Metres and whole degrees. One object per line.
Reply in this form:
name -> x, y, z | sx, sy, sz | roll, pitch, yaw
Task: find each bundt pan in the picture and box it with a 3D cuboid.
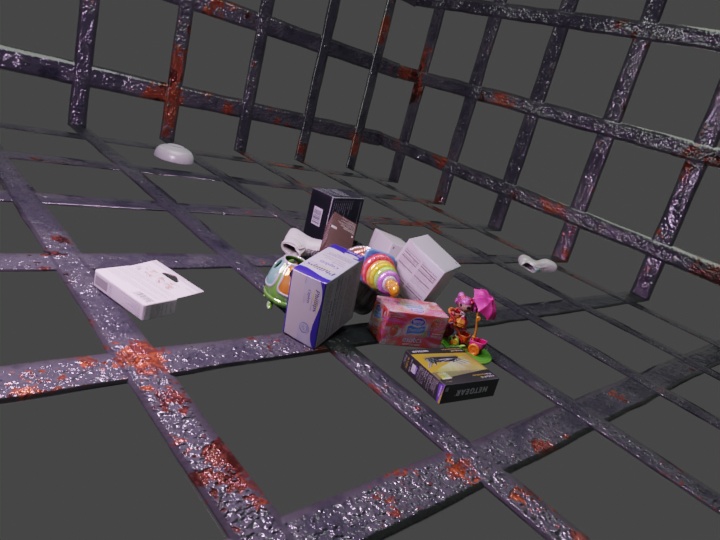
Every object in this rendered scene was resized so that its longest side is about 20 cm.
bundt pan -> -0.040, 0.058, 1.604 | 0.199, 0.077, 0.202 | 31, -8, 5

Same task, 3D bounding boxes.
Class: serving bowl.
serving bowl -> -0.932, -0.594, 2.834 | 0.194, 0.068, 0.201 | 16, 17, -5

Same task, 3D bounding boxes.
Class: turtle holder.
turtle holder -> -0.188, 0.028, 1.552 | 0.137, 0.135, 0.186 | 18, 18, 9

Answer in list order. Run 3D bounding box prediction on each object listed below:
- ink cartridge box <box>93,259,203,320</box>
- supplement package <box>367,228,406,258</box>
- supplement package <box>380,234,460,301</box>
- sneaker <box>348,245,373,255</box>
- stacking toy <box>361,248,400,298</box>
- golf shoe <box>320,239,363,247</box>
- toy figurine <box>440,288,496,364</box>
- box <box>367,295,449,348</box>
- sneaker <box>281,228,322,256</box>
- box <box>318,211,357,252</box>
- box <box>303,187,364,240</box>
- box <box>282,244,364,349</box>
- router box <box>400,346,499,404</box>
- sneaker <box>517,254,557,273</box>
ink cartridge box -> -0.508, 0.044, 1.358 | 0.197, 0.046, 0.174 | 27, 21, 27
supplement package -> 0.109, -0.054, 2.051 | 0.118, 0.123, 0.200 | 20, 11, -22
supplement package -> 0.175, 0.022, 1.730 | 0.150, 0.202, 0.151 | 43, 26, 17
sneaker -> -0.026, -0.025, 1.837 | 0.195, 0.074, 0.080 | -13, -24, 23
stacking toy -> 0.071, 0.026, 1.583 | 0.107, 0.119, 0.200 | 18, 11, -22
golf shoe -> -0.071, -0.087, 2.098 | 0.196, 0.080, 0.093 | 16, 1, -39
toy figurine -> 0.307, 0.136, 1.600 | 0.196, 0.189, 0.149 | 24, 19, 25
box -> 0.132, 0.143, 1.555 | 0.195, 0.105, 0.095 | 9, 18, -25
sneaker -> -0.182, -0.064, 1.964 | 0.195, 0.075, 0.116 | 24, 34, 1
box -> -0.080, -0.102, 1.959 | 0.098, 0.075, 0.203 | 27, 41, -15
box -> -0.106, -0.208, 2.218 | 0.122, 0.206, 0.194 | 27, 20, 35
box -> -0.091, 0.060, 1.415 | 0.103, 0.189, 0.199 | 23, 28, 20
router box -> 0.220, 0.253, 1.391 | 0.196, 0.054, 0.157 | 3, 23, -38
sneaker -> 0.879, -0.015, 2.796 | 0.194, 0.077, 0.089 | 12, 30, 4
